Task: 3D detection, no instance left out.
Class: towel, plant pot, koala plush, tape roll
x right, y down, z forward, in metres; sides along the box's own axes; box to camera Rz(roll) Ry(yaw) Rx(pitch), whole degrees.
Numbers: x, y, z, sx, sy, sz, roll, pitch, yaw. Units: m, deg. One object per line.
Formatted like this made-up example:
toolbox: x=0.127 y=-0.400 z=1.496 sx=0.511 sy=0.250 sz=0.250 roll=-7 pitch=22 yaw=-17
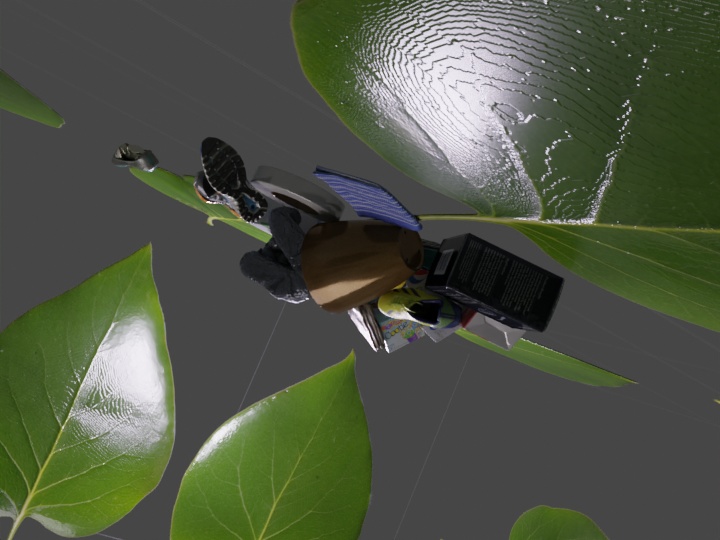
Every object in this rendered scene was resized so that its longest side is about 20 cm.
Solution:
towel: x=-0.004 y=0.101 z=1.795 sx=0.200 sy=0.034 sz=0.133 roll=47 pitch=161 yaw=60
towel: x=0.017 y=-0.122 z=1.317 sx=0.144 sy=0.024 sz=0.200 roll=19 pitch=172 yaw=29
plant pot: x=0.018 y=-0.025 z=1.461 sx=0.199 sy=0.188 sz=0.186 roll=-14 pitch=151 yaw=34
koala plush: x=-0.118 y=-0.018 z=1.608 sx=0.184 sy=0.178 sz=0.200 roll=40 pitch=-165 yaw=19
tape roll: x=-0.127 y=-0.153 z=1.526 sx=0.202 sy=0.037 sz=0.203 roll=23 pitch=173 yaw=3

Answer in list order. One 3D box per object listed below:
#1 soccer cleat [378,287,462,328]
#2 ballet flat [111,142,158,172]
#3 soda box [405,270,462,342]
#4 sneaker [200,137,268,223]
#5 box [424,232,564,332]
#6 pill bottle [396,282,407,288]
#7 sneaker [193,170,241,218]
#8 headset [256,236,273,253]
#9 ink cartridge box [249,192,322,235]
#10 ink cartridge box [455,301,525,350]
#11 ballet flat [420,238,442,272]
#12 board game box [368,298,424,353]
soccer cleat: x=0.101 y=0.067 z=1.419 sx=0.199 sy=0.065 sz=0.083 roll=10 pitch=179 yaw=44
ballet flat: x=-0.599 y=-0.305 z=1.960 sx=0.199 sy=0.067 sz=0.064 roll=18 pitch=144 yaw=40
soda box: x=0.142 y=0.045 z=1.525 sx=0.064 sy=0.068 sz=0.201 roll=43 pitch=-159 yaw=-39
sneaker: x=-0.263 y=-0.180 z=1.471 sx=0.090 sy=0.078 sz=0.201 roll=38 pitch=162 yaw=45
box: x=0.237 y=0.024 z=1.343 sx=0.199 sy=0.105 sz=0.148 roll=24 pitch=174 yaw=-10
pill bottle: x=0.082 y=-0.001 z=1.684 sx=0.199 sy=0.112 sz=0.111 roll=25 pitch=174 yaw=-21
sneaker: x=-0.314 y=-0.189 z=1.805 sx=0.077 sy=0.079 sz=0.199 roll=-1 pitch=162 yaw=42
headset: x=-0.184 y=-0.023 z=1.762 sx=0.123 sy=0.095 sz=0.200 roll=18 pitch=-176 yaw=28
ink cartridge box: x=-0.138 y=-0.103 z=1.755 sx=0.199 sy=0.088 sz=0.145 roll=25 pitch=174 yaw=-32
ink cartridge box: x=0.257 y=0.061 z=1.528 sx=0.116 sy=0.068 sz=0.200 roll=26 pitch=-154 yaw=-18
ballet flat: x=0.118 y=-0.034 z=1.512 sx=0.200 sy=0.072 sz=0.072 roll=20 pitch=173 yaw=42
board game box: x=0.061 y=0.089 z=1.836 sx=0.200 sy=0.104 sz=0.103 roll=52 pitch=164 yaw=51
